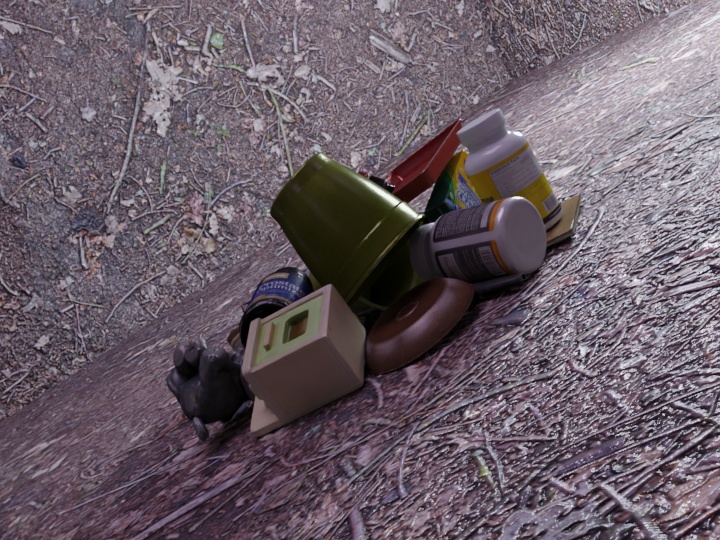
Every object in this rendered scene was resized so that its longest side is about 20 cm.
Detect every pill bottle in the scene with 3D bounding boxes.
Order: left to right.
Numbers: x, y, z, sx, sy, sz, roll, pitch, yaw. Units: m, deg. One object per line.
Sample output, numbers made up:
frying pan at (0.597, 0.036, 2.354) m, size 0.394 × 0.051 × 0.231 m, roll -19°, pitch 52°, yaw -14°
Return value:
pill bottle at (-0.133, 0.068, 1.691) m, size 0.110 × 0.113 × 0.201 m, roll -27°, pitch 16°, yaw 14°
pill bottle at (0.176, -0.039, 1.544) m, size 0.198 × 0.118 × 0.116 m, roll -11°, pitch 21°, yaw 46°
pill bottle at (0.235, -0.151, 1.625) m, size 0.111 × 0.202 × 0.112 m, roll -29°, pitch 9°, yaw 5°

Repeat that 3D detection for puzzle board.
puzzle board at (0.288, -0.058, 1.647) m, size 0.149 × 0.018 × 0.200 m, roll -28°, pitch 10°, yaw 23°

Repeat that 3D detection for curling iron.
curling iron at (0.172, 0.036, 1.500) m, size 0.198 × 0.026 × 0.050 m, roll -20°, pitch 20°, yaw 46°

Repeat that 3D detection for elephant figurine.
elephant figurine at (-0.203, 0.180, 1.645) m, size 0.140 × 0.158 × 0.198 m, roll 24°, pitch 7°, yaw 41°

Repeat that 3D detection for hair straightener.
hair straightener at (0.018, -0.139, 1.731) m, size 0.200 × 0.076 × 0.042 m, roll -168°, pitch 97°, yaw -79°

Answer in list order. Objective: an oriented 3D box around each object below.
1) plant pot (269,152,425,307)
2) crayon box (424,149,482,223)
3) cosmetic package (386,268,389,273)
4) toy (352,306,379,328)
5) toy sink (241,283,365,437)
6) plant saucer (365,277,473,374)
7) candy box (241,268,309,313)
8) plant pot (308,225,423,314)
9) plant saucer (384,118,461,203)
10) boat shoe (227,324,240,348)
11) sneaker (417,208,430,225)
plant pot at (-0.033, -0.075, 1.578) m, size 0.201 × 0.193 × 0.200 m, roll -47°, pitch -5°, yaw -5°
crayon box at (0.187, -0.124, 1.805) m, size 0.051 × 0.126 × 0.201 m, roll -25°, pitch 26°, yaw 33°
cosmetic package at (0.061, -0.006, 1.952) m, size 0.082 × 0.051 × 0.200 m, roll -32°, pitch 10°, yaw -15°
toy at (-0.028, 0.105, 1.648) m, size 0.113 × 0.048 × 0.200 m, roll -20°, pitch -9°, yaw -10°
toy sink at (-0.103, 0.131, 1.490) m, size 0.198 × 0.113 × 0.131 m, roll -27°, pitch 28°, yaw 19°
plant saucer at (0.077, 0.071, 1.490) m, size 0.199 × 0.037 × 0.201 m, roll -37°, pitch 14°, yaw 10°
candy box at (-0.117, 0.059, 1.976) m, size 0.198 × 0.062 × 0.136 m, roll -30°, pitch -19°, yaw 7°
plant pot at (0.000, 0.000, 1.776) m, size 0.199 × 0.202 × 0.184 m, roll -36°, pitch 1°, yaw -33°
plant saucer at (0.094, -0.167, 1.820) m, size 0.199 × 0.037 × 0.201 m, roll -35°, pitch 13°, yaw 41°
boat shoe at (-0.160, 0.134, 1.882) m, size 0.198 × 0.076 × 0.072 m, roll -13°, pitch -34°, yaw -49°
sneaker at (0.108, -0.075, 1.909) m, size 0.196 × 0.080 × 0.090 m, roll -17°, pitch -12°, yaw -8°
